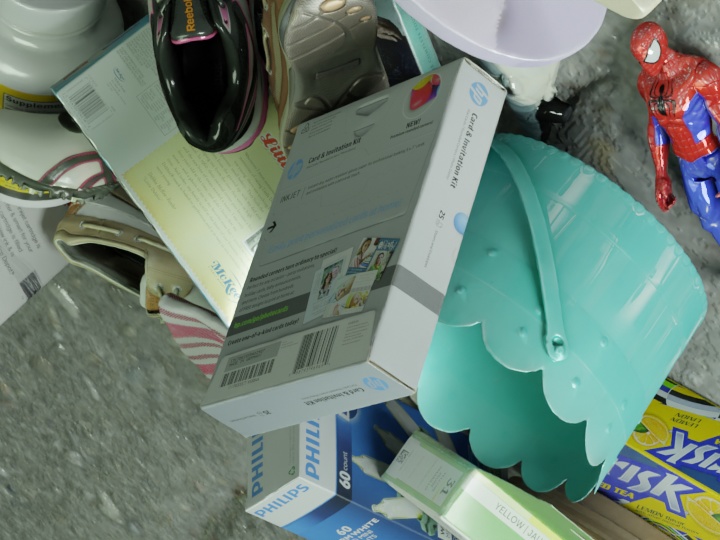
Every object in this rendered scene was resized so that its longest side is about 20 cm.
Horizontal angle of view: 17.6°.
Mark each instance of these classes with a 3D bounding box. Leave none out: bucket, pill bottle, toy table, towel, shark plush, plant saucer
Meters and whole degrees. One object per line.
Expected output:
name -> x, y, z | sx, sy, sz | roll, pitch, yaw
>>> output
bucket -> 0.099, 0.024, 1.400 | 0.207, 0.135, 0.207 | 35, 162, 13
pill bottle -> -0.221, -0.144, 1.612 | 0.111, 0.111, 0.201 | 34, 145, 13
toy table -> 0.069, -0.200, 1.208 | 0.200, 0.184, 0.117 | 37, 164, -13
towel -> -0.058, 0.100, 1.691 | 0.146, 0.030, 0.200 | 23, 157, 36
shark plush -> 0.088, -0.148, 1.363 | 0.083, 0.091, 0.200 | 38, 172, 44
plant saucer -> 0.182, 0.193, 1.571 | 0.199, 0.030, 0.200 | 34, 171, 6

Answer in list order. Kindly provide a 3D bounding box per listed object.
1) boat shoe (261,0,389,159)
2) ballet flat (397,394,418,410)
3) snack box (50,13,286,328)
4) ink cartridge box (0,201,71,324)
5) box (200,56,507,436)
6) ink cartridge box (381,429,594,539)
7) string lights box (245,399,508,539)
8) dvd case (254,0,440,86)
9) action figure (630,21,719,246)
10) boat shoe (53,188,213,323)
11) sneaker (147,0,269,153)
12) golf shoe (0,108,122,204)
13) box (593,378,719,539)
boat shoe -> -0.025, -0.136, 1.429 | 0.200, 0.075, 0.072 | 97, 154, -60
ballet flat -> -0.003, 0.056, 1.644 | 0.200, 0.068, 0.072 | 49, 141, -12
snack box -> -0.096, -0.072, 1.518 | 0.201, 0.116, 0.037 | 55, 175, -15
ink cartridge box -> -0.307, -0.033, 1.741 | 0.084, 0.200, 0.146 | 10, 134, 43
box -> -0.005, -0.012, 1.330 | 0.041, 0.201, 0.155 | 33, 148, -29
ink cartridge box -> 0.111, 0.178, 1.483 | 0.145, 0.048, 0.200 | 40, 175, -24
string lights box -> 0.013, 0.144, 1.589 | 0.199, 0.103, 0.059 | 28, 135, -34
dvd case -> -0.028, -0.132, 1.505 | 0.199, 0.022, 0.147 | 9, 133, 42
action figure -> 0.200, -0.055, 1.331 | 0.065, 0.052, 0.201 | 4, 128, 50
boat shoe -> -0.137, 0.006, 1.724 | 0.199, 0.068, 0.075 | 28, 144, 21
sneaker -> -0.096, -0.167, 1.429 | 0.080, 0.086, 0.202 | -13, 100, 8
golf shoe -> -0.167, -0.088, 1.557 | 0.199, 0.077, 0.089 | 13, 113, -17
box -> 0.212, 0.128, 1.499 | 0.199, 0.064, 0.070 | 30, 144, 20
